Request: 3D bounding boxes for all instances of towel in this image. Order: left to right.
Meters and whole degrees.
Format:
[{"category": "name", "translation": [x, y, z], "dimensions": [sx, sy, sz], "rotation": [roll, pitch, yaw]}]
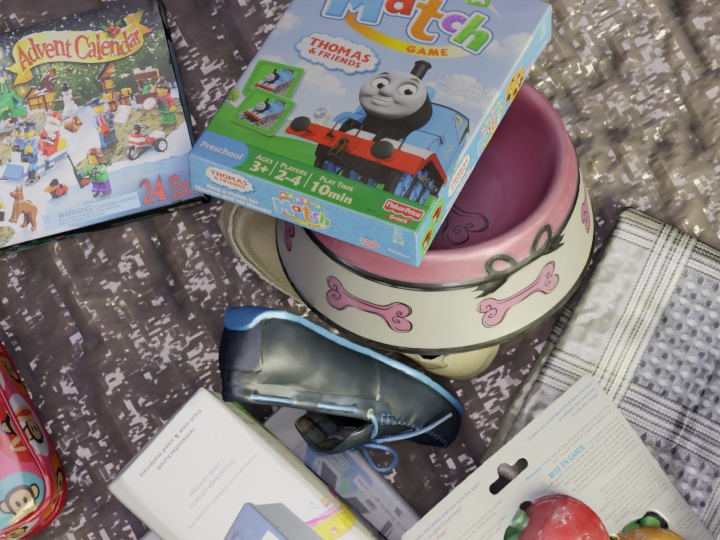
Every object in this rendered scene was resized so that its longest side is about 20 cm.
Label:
[{"category": "towel", "translation": [0.202, 0.086, 1.641], "dimensions": [0.192, 0.035, 0.200], "rotation": [29, 89, 6]}]

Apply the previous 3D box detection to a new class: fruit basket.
[{"category": "fruit basket", "translation": [0.137, 0.191, 1.569], "dimensions": [0.185, 0.094, 0.200], "rotation": [-39, 87, -34]}]

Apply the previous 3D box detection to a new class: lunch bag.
[{"category": "lunch bag", "translation": [-0.304, 0.119, 1.656], "dimensions": [0.200, 0.082, 0.177], "rotation": [-28, 84, 3]}]

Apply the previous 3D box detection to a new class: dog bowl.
[{"category": "dog bowl", "translation": [0.045, -0.049, 1.595], "dimensions": [0.199, 0.074, 0.201], "rotation": [-1, 51, 1]}]

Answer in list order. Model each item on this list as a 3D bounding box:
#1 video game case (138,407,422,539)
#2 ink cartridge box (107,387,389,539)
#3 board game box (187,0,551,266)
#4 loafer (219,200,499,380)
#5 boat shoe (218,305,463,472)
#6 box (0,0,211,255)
[{"category": "video game case", "translation": [-0.036, 0.209, 1.657], "dimensions": [0.182, 0.022, 0.200], "rotation": [-43, 84, 1]}, {"category": "ink cartridge box", "translation": [-0.043, 0.168, 1.577], "dimensions": [0.200, 0.145, 0.088], "rotation": [44, 90, 8]}, {"category": "board game box", "translation": [0.008, -0.106, 1.572], "dimensions": [0.151, 0.037, 0.200], "rotation": [19, 53, 17]}, {"category": "loafer", "translation": [0.000, 0.000, 1.646], "dimensions": [0.200, 0.068, 0.076], "rotation": [29, 89, 6]}, {"category": "boat shoe", "translation": [-0.020, 0.081, 1.597], "dimensions": [0.200, 0.084, 0.069], "rotation": [24, 73, -37]}, {"category": "box", "translation": [-0.209, -0.087, 1.685], "dimensions": [0.199, 0.038, 0.137], "rotation": [-15, 85, 3]}]
